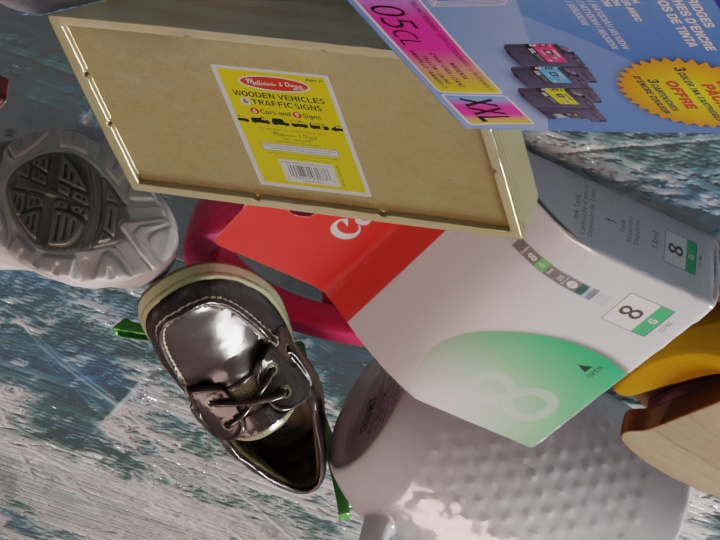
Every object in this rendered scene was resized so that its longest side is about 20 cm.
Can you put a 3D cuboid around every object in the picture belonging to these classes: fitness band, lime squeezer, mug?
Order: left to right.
[{"bbox_3d":[-0.056,0.067,1.371,0.200,0.071,0.038,38,139,26],"label":"lime squeezer"},{"bbox_3d":[0.000,0.000,1.219,0.200,0.037,0.144,4,157,27],"label":"fitness band"},{"bbox_3d":[0.068,0.139,1.305,0.175,0.200,0.148,31,155,-16],"label":"mug"}]

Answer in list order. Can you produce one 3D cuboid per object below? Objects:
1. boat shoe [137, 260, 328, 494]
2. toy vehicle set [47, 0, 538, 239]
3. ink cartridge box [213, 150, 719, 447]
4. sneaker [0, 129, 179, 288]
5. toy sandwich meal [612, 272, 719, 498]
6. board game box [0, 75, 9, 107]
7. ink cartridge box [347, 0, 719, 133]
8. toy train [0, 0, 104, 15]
[{"bbox_3d":[-0.058,0.061,1.245,0.073,0.065,0.200,-29,147,7],"label":"boat shoe"},{"bbox_3d":[-0.028,-0.073,1.014,0.200,0.027,0.124,8,146,21],"label":"toy vehicle set"},{"bbox_3d":[0.047,0.002,1.107,0.200,0.050,0.161,22,142,-21],"label":"ink cartridge box"},{"bbox_3d":[-0.175,-0.032,1.234,0.200,0.078,0.099,17,170,26],"label":"sneaker"},{"bbox_3d":[0.221,0.066,1.174,0.205,0.070,0.205,14,161,5],"label":"toy sandwich meal"},{"bbox_3d":[-0.286,-0.102,1.125,0.200,0.019,0.103,26,130,-27],"label":"board game box"},{"bbox_3d":[0.102,-0.108,0.786,0.200,0.076,0.136,1,156,33],"label":"ink cartridge box"},{"bbox_3d":[-0.068,-0.151,0.736,0.200,0.114,0.087,-4,153,45],"label":"toy train"}]
